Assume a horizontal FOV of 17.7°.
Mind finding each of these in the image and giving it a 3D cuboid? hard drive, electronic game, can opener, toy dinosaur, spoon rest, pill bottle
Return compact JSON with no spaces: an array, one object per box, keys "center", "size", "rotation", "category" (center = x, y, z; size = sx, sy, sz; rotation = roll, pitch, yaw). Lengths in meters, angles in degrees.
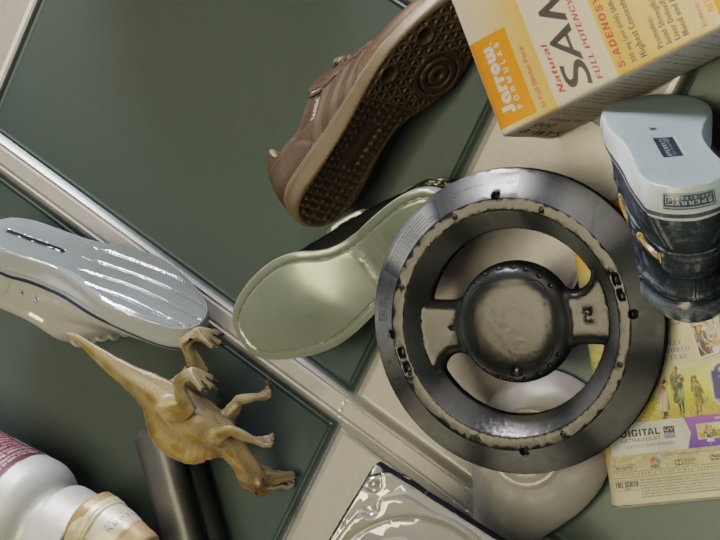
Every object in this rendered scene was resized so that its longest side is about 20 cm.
[{"center":[0.059,0.235,1.506],"size":[0.199,0.038,0.140],"rotation":[32,93,4],"category":"hard drive"},{"center":[0.103,0.033,1.504],"size":[0.199,0.042,0.201],"rotation":[3,97,22],"category":"electronic game"},{"center":[-0.132,0.213,1.690],"size":[0.067,0.053,0.201],"rotation":[-21,81,30],"category":"can opener"},{"center":[-0.127,0.092,1.634],"size":[0.200,0.058,0.101],"rotation":[36,129,2],"category":"toy dinosaur"},{"center":[0.095,0.158,1.555],"size":[0.099,0.061,0.200],"rotation":[36,97,23],"category":"spoon rest"},{"center":[-0.282,0.178,1.746],"size":[0.199,0.109,0.110],"rotation":[24,105,28],"category":"pill bottle"}]

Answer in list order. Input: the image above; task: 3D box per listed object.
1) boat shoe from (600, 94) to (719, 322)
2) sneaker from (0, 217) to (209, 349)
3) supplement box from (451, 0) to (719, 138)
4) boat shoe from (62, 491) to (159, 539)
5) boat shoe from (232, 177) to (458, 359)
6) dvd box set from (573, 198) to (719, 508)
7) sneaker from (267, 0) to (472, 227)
[{"center":[0.187,-0.042,1.420],"size":[0.070,0.200,0.091],"rotation":[-3,112,3],"category":"boat shoe"},{"center":[-0.196,0.022,1.719],"size":[0.199,0.073,0.071],"rotation":[23,130,27],"category":"sneaker"},{"center":[0.165,-0.180,1.474],"size":[0.199,0.073,0.127],"rotation":[-27,78,30],"category":"supplement box"},{"center":[-0.180,0.261,1.687],"size":[0.069,0.074,0.201],"rotation":[25,127,32],"category":"boat shoe"},{"center":[0.000,0.000,1.594],"size":[0.199,0.060,0.076],"rotation":[-26,93,27],"category":"boat shoe"},{"center":[0.215,0.047,1.481],"size":[0.146,0.029,0.201],"rotation":[-10,88,32],"category":"dvd box set"},{"center":[0.001,-0.127,1.581],"size":[0.200,0.070,0.076],"rotation":[-51,47,13],"category":"sneaker"}]
